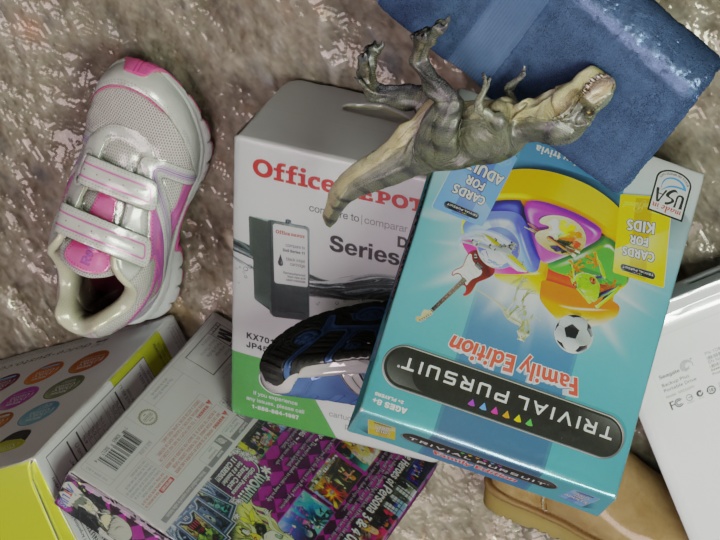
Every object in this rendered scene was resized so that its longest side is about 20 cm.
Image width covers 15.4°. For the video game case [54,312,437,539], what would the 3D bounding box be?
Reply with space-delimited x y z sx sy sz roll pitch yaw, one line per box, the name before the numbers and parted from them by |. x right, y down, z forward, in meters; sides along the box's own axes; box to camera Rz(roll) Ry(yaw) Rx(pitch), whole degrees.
video game case | -0.067 0.132 1.667 0.181 0.200 0.036 33 128 5

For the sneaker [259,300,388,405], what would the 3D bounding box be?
sneaker | 0.041 0.062 1.549 0.199 0.076 0.077 -3 116 1

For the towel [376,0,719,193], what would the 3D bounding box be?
towel | 0.095 -0.141 1.443 0.200 0.049 0.112 40 134 0

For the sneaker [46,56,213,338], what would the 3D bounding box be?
sneaker | -0.150 -0.037 1.681 0.081 0.088 0.201 17 123 17

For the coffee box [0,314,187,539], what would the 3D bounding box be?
coffee box | -0.198 0.178 1.757 0.199 0.198 0.201 -16 109 32

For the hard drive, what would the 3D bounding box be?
hard drive | 0.238 0.092 1.571 0.131 0.027 0.201 -22 107 6

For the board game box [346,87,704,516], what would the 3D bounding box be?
board game box | 0.094 0.017 1.493 0.150 0.201 0.047 19 160 -3

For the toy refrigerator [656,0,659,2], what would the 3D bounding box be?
toy refrigerator | 0.076 -0.193 1.497 0.199 0.070 0.076 31 133 8

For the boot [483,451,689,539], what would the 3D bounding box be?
boot | 0.155 0.078 1.611 0.174 0.066 0.201 15 121 17

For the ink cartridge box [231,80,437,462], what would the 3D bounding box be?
ink cartridge box | 0.000 0.000 1.631 0.146 0.083 0.201 12 121 19

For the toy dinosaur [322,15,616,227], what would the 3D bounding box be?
toy dinosaur | 0.038 -0.087 1.445 0.199 0.047 0.088 -19 103 34
